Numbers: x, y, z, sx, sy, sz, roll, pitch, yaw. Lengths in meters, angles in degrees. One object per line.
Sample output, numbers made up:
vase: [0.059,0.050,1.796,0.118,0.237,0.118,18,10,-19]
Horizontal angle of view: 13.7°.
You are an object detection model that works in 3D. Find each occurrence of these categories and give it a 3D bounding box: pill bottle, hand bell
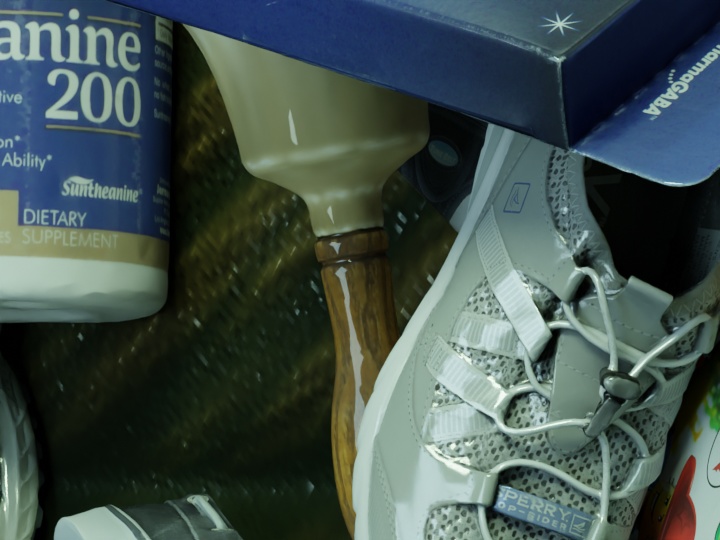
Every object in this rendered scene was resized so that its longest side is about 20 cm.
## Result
pill bottle: [-0.120,-0.084,1.049,0.111,0.111,0.201,-6,82,49]
hand bell: [0.000,0.000,0.876,0.104,0.104,0.201,-9,91,49]

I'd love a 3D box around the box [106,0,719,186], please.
box: [0.034,-0.087,0.772,0.199,0.121,0.033,21,135,34]

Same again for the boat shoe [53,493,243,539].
boat shoe: [-0.033,0.124,0.937,0.200,0.068,0.072,-142,40,-60]

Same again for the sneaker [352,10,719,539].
sneaker: [0.051,0.020,0.771,0.082,0.074,0.201,167,116,-70]

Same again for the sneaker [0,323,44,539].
sneaker: [-0.175,0.041,1.121,0.077,0.086,0.201,-18,73,48]

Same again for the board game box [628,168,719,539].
board game box: [0.104,0.033,0.786,0.126,0.034,0.200,-103,33,-50]

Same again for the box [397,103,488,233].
box: [0.040,-0.085,0.915,0.200,0.041,0.119,45,120,40]
